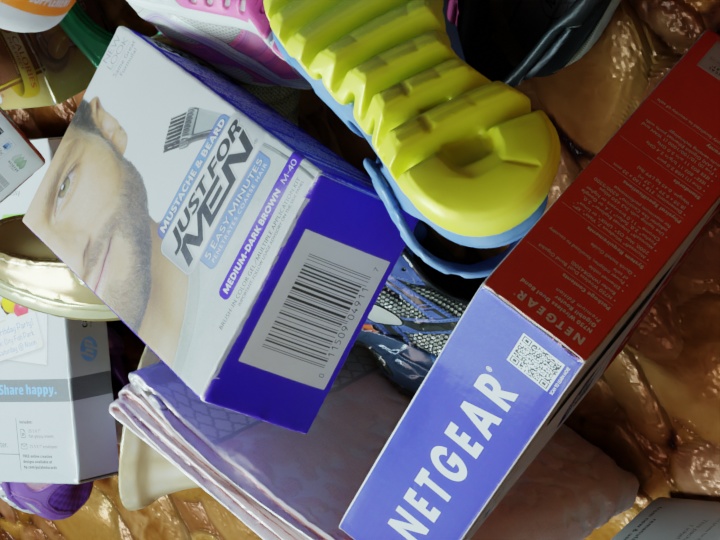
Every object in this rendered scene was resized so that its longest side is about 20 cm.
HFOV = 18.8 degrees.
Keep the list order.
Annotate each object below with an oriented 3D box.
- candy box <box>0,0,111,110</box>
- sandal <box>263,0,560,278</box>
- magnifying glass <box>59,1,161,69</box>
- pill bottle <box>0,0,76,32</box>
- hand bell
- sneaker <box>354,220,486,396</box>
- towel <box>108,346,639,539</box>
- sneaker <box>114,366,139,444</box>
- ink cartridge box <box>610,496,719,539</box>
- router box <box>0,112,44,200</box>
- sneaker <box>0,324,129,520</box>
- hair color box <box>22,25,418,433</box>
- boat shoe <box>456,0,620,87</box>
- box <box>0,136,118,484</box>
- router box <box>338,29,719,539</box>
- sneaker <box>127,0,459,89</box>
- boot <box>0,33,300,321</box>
[{"bbox_3d":[-0.230,-0.151,1.231,0.200,0.056,0.117,-1,119,48],"label":"candy box"},{"bbox_3d":[0.018,-0.069,0.890,0.087,0.079,0.200,74,172,-53],"label":"sandal"},{"bbox_3d":[-0.112,-0.098,1.160,0.080,0.022,0.200,0,126,32],"label":"magnifying glass"},{"bbox_3d":[-0.129,-0.212,0.945,0.113,0.113,0.200,42,110,15],"label":"pill bottle"},{"bbox_3d":[-0.012,0.091,1.107,0.200,0.104,0.104,11,134,9],"label":"hand bell"},{"bbox_3d":[0.000,0.000,1.063,0.200,0.075,0.079,19,118,0],"label":"sneaker"},{"bbox_3d":[0.012,0.083,1.042,0.191,0.200,0.032,36,122,25],"label":"towel"},{"bbox_3d":[-0.082,0.065,1.255,0.083,0.081,0.200,35,153,1],"label":"sneaker"},{"bbox_3d":[0.213,0.189,0.993,0.200,0.084,0.146,-1,120,49],"label":"ink cartridge box"},{"bbox_3d":[-0.261,-0.137,1.076,0.180,0.049,0.200,46,175,32],"label":"router box"},{"bbox_3d":[-0.184,0.094,1.382,0.088,0.080,0.200,26,137,22],"label":"sneaker"},{"bbox_3d":[-0.068,-0.023,0.971,0.200,0.065,0.109,38,103,53],"label":"hair color box"},{"bbox_3d":[0.079,-0.144,0.868,0.075,0.066,0.199,44,145,12],"label":"boat shoe"},{"bbox_3d":[-0.220,0.024,1.294,0.156,0.041,0.200,-2,93,35],"label":"box"},{"bbox_3d":[0.084,0.020,0.906,0.049,0.180,0.200,37,144,8],"label":"router box"},{"bbox_3d":[-0.029,-0.124,1.005,0.200,0.081,0.088,24,171,27],"label":"sneaker"},{"bbox_3d":[-0.117,-0.050,1.136,0.200,0.073,0.156,5,127,18],"label":"boot"}]
